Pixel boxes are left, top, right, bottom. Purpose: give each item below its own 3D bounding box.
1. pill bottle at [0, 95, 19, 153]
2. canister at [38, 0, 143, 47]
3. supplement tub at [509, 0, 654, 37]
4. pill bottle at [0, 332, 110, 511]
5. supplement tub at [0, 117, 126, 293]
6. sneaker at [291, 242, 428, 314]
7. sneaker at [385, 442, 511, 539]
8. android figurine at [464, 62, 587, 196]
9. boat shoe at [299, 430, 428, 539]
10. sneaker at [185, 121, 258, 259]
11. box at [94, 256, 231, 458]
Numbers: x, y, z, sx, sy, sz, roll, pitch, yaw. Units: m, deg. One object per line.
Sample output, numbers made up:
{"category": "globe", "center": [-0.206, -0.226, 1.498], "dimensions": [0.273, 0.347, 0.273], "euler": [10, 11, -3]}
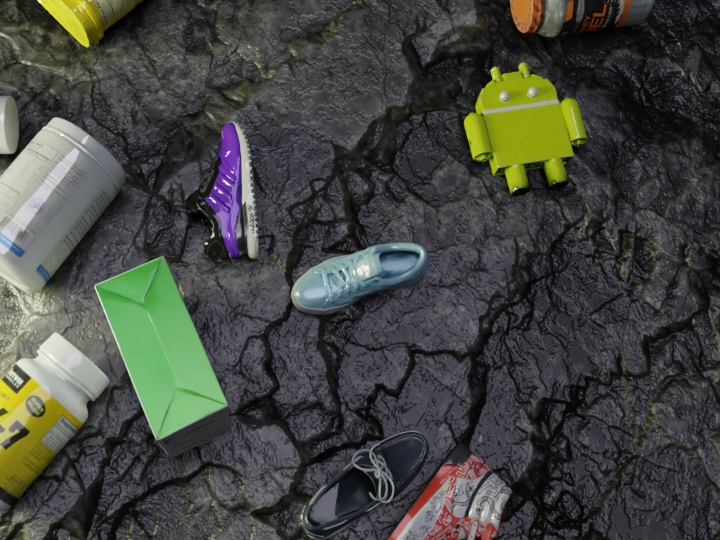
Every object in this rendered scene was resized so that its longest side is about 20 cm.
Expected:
{"category": "pill bottle", "center": [-0.571, -0.199, 1.279], "dimensions": [0.196, 0.113, 0.114], "euler": [0, 72, -6]}
{"category": "canister", "center": [-0.373, -0.446, 1.395], "dimensions": [0.148, 0.087, 0.200], "euler": [44, 72, 8]}
{"category": "supplement tub", "center": [0.335, -0.424, 1.442], "dimensions": [0.197, 0.123, 0.124], "euler": [-10, 73, -8]}
{"category": "pill bottle", "center": [-0.412, 0.183, 1.172], "dimensions": [0.114, 0.114, 0.201], "euler": [37, 72, 7]}
{"category": "supplement tub", "center": [-0.417, -0.084, 1.249], "dimensions": [0.131, 0.132, 0.201], "euler": [33, 71, 5]}
{"category": "sneaker", "center": [0.000, 0.000, 1.290], "dimensions": [0.197, 0.082, 0.075], "euler": [-19, 74, -12]}
{"category": "sneaker", "center": [0.109, 0.329, 1.204], "dimensions": [0.107, 0.067, 0.202], "euler": [38, 70, 9]}
{"category": "android figurine", "center": [0.243, -0.214, 1.408], "dimensions": [0.179, 0.041, 0.203], "euler": [-8, 75, -8]}
{"category": "boat shoe", "center": [0.008, 0.270, 1.215], "dimensions": [0.198, 0.062, 0.075], "euler": [-28, 75, -14]}
{"category": "sneaker", "center": [-0.195, -0.111, 1.313], "dimensions": [0.098, 0.070, 0.203], "euler": [-6, 72, -5]}
{"category": "box", "center": [-0.242, 0.114, 1.178], "dimensions": [0.096, 0.177, 0.202], "euler": [-23, 75, -12]}
